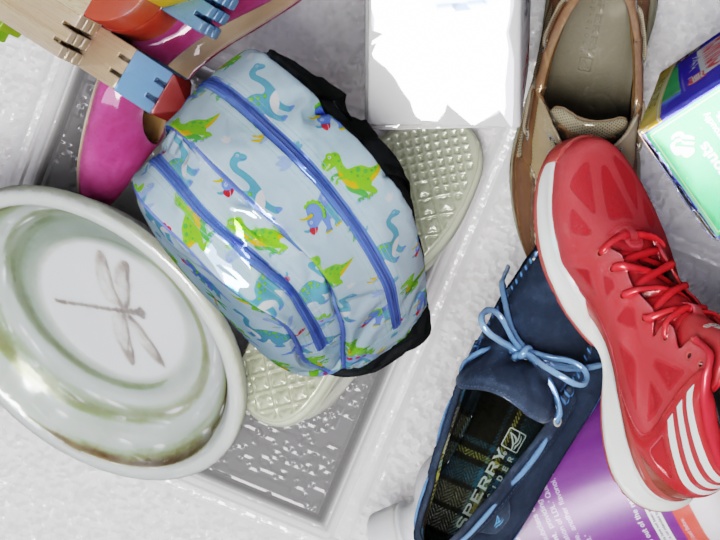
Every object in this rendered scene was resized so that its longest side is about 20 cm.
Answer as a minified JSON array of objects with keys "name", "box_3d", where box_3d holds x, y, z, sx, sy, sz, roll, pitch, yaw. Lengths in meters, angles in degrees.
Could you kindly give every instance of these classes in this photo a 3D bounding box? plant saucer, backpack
[{"name":"plant saucer","box_3d":[-0.142,0.026,1.608,0.200,0.050,0.200,18,134,20]},{"name":"backpack","box_3d":[-0.039,-0.030,1.471,0.154,0.200,0.163,-35,78,-21]}]

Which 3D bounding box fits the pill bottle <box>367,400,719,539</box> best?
[{"name":"pill bottle","box_3d":[0.109,0.133,1.602,0.200,0.112,0.113,-24,103,13]}]

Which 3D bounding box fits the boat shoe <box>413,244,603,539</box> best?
[{"name":"boat shoe","box_3d":[0.087,0.070,1.523,0.084,0.069,0.200,17,87,20]}]

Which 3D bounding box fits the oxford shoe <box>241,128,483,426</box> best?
[{"name":"oxford shoe","box_3d":[0.000,0.000,1.607,0.075,0.058,0.200,34,94,17]}]

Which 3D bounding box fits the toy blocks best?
[{"name":"toy blocks","box_3d":[-0.115,-0.175,1.512,0.137,0.100,0.200,32,94,19]}]

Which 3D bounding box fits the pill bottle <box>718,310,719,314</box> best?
[{"name":"pill bottle","box_3d":[0.245,0.077,1.515,0.112,0.200,0.112,-2,114,-4]}]

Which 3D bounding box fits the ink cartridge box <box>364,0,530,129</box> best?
[{"name":"ink cartridge box","box_3d":[0.046,-0.186,1.493,0.086,0.146,0.200,0,108,5]}]

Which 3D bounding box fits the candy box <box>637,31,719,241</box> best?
[{"name":"candy box","box_3d":[0.247,-0.113,1.479,0.200,0.169,0.077,-35,97,15]}]

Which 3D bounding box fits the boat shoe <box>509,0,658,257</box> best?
[{"name":"boat shoe","box_3d":[0.118,-0.077,1.557,0.076,0.072,0.200,4,108,6]}]

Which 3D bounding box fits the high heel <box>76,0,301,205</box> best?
[{"name":"high heel","box_3d":[-0.083,-0.111,1.574,0.096,0.067,0.200,26,96,9]}]

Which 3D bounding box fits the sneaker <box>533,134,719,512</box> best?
[{"name":"sneaker","box_3d":[0.161,0.016,1.462,0.078,0.115,0.200,-16,85,-30]}]
